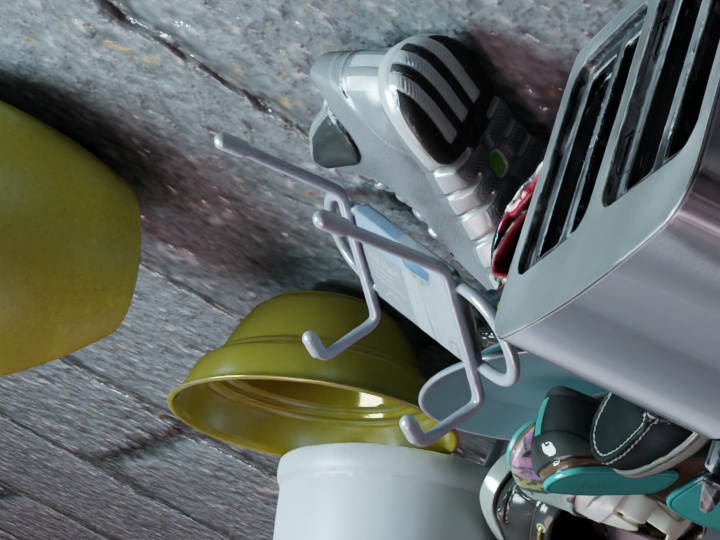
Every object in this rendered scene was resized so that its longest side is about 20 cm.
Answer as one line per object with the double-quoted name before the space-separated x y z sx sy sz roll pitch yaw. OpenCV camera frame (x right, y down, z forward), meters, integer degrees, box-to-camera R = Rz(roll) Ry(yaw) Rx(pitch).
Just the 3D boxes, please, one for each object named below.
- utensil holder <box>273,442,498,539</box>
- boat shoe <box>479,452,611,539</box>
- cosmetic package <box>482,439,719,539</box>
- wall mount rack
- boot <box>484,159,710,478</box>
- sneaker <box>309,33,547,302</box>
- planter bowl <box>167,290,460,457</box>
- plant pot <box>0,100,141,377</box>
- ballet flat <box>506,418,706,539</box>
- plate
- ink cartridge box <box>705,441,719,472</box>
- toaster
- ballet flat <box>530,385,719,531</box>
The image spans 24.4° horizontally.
"utensil holder" 0.012 0.240 1.172 0.169 0.201 0.170 7 160 3
"boat shoe" 0.142 0.200 1.158 0.061 0.072 0.201 31 163 41
"cosmetic package" 0.188 0.179 1.235 0.199 0.052 0.151 23 158 3
"wall mount rack" 0.000 0.000 0.925 0.200 0.074 0.174 37 153 50
"boot" 0.126 0.023 0.838 0.153 0.074 0.204 15 138 -17
"sneaker" 0.041 -0.049 0.872 0.115 0.075 0.200 10 145 45
"planter bowl" -0.027 0.067 1.135 0.200 0.084 0.201 7 160 3
"plant pot" -0.225 -0.017 1.078 0.141 0.201 0.200 6 166 -26
"ballet flat" 0.170 0.139 1.059 0.200 0.069 0.071 26 -166 -51
"plate" 0.135 0.069 1.019 0.199 0.026 0.200 1 159 0
"ink cartridge box" 0.316 0.126 0.947 0.145 0.084 0.200 -4 144 49
"toaster" 0.147 -0.036 0.613 0.118 0.201 0.181 23 159 -9
"ballet flat" 0.186 0.107 0.987 0.199 0.069 0.068 18 145 -32
